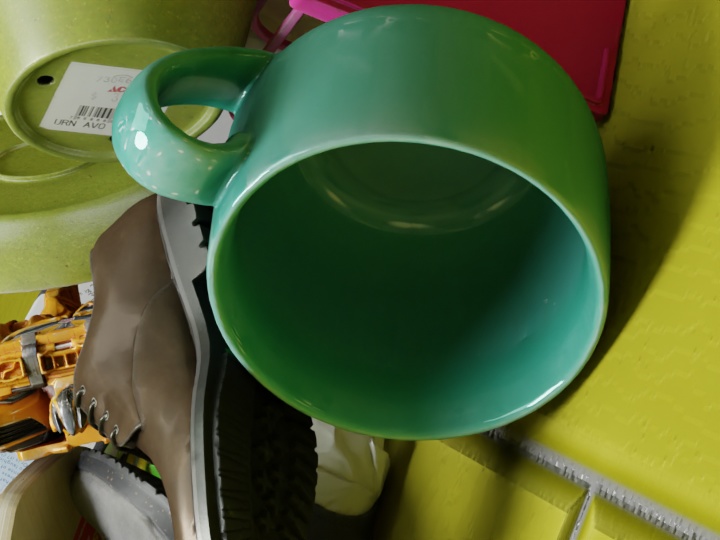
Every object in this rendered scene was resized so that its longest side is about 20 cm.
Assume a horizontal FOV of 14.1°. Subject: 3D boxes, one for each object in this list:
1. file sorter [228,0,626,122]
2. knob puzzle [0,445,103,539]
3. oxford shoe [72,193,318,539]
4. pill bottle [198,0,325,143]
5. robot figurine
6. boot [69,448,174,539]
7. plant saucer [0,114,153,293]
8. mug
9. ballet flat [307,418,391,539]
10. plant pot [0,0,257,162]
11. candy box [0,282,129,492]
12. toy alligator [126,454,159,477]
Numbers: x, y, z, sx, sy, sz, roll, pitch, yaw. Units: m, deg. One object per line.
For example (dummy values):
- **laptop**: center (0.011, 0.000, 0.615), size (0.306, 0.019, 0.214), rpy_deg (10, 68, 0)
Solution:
- **file sorter**: center (0.033, -0.149, 1.266), size (0.125, 0.139, 0.200), rpy_deg (135, 151, -57)
- **knob puzzle**: center (-0.145, 0.162, 1.271), size (0.220, 0.030, 0.220), rpy_deg (7, -90, -77)
- **oxford shoe**: center (-0.069, 0.057, 1.150), size (0.084, 0.073, 0.200), rpy_deg (-29, 48, 22)
- **pill bottle**: center (-0.070, -0.119, 1.386), size (0.111, 0.111, 0.200), rpy_deg (-61, 19, 24)
- **robot figurine**: center (-0.114, 0.037, 1.289), size (0.200, 0.145, 0.058), rpy_deg (-58, -45, -81)
- **boot**: center (-0.092, 0.158, 1.192), size (0.132, 0.070, 0.200), rpy_deg (-60, 31, -1)
- **plant saucer**: center (-0.152, -0.042, 1.412), size (0.200, 0.200, 0.031), rpy_deg (-114, 16, -67)
- **mug**: center (0.013, -0.038, 1.120), size (0.152, 0.185, 0.114), rpy_deg (-21, 35, 21)
- **ballet flat**: center (-0.020, 0.069, 1.295), size (0.073, 0.073, 0.200), rpy_deg (-59, 17, 31)
- **plant pot**: center (-0.110, -0.153, 1.239), size (0.187, 0.187, 0.200), rpy_deg (-49, 42, 49)
- **candy box**: center (-0.151, 0.079, 1.521), size (0.200, 0.072, 0.168), rpy_deg (-62, -5, -25)
- **toy alligator**: center (-0.070, 0.073, 1.486), size (0.054, 0.059, 0.200), rpy_deg (64, -146, -47)
